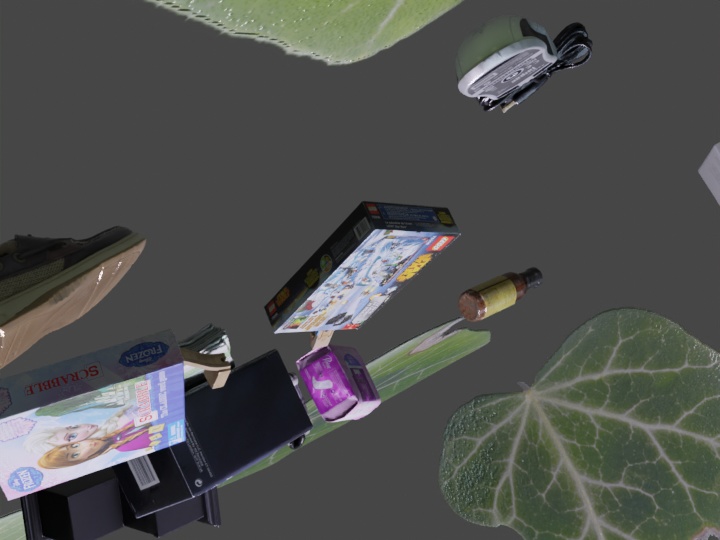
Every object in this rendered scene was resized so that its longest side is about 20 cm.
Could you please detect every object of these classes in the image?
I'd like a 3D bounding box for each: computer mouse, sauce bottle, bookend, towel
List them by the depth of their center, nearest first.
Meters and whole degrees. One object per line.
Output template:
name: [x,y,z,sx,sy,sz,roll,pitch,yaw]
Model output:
computer mouse: [0.121,-0.172,0.760,0.109,0.044,0.200,-30,174,21]
towel: [-0.226,0.123,1.158,0.148,0.031,0.200,-25,169,-11]
bookend: [-0.337,0.334,1.351,0.198,0.094,0.198,1,-170,40]
sauce bottle: [0.279,0.042,1.867,0.198,0.067,0.066,-19,164,-34]

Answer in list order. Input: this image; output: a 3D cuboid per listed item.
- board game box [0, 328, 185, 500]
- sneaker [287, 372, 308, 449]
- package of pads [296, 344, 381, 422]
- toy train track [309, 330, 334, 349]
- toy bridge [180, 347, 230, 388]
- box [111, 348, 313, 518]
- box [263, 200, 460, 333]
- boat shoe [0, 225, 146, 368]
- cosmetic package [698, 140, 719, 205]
board game box: [-0.276,0.149,0.959,0.197,0.041,0.201,-17,152,-18]
sneaker: [-0.149,0.268,1.663,0.074,0.116,0.200,-19,163,-37]
package of pads: [-0.032,0.193,1.628,0.075,0.121,0.200,-31,168,8]
toy train track: [-0.037,0.039,1.198,0.113,0.033,0.201,-14,153,-22]
toy bridge: [-0.229,0.112,1.020,0.198,0.027,0.068,-6,141,-36]
box: [-0.202,0.215,1.251,0.197,0.124,0.199,-25,177,-38]
box: [0.000,0.000,1.065,0.136,0.040,0.200,1,145,-44]
boat shoe: [-0.218,0.007,0.634,0.072,0.065,0.200,-49,177,34]
cosmetic package: [0.786,-0.195,1.864,0.164,0.166,0.200,-31,168,5]
